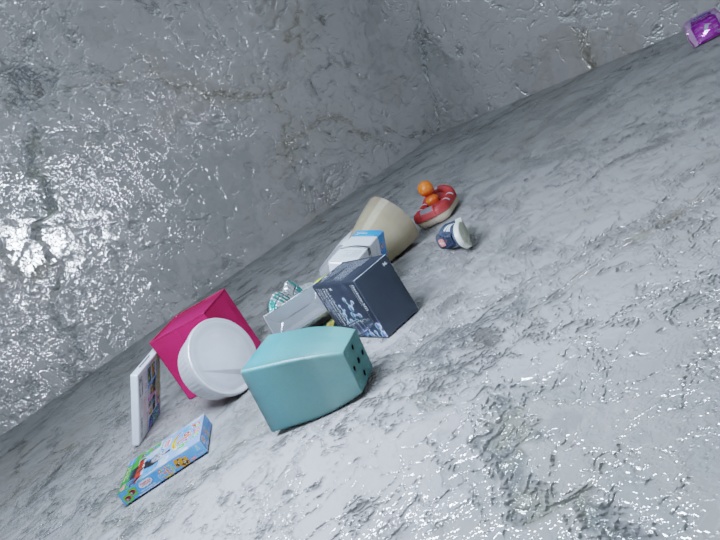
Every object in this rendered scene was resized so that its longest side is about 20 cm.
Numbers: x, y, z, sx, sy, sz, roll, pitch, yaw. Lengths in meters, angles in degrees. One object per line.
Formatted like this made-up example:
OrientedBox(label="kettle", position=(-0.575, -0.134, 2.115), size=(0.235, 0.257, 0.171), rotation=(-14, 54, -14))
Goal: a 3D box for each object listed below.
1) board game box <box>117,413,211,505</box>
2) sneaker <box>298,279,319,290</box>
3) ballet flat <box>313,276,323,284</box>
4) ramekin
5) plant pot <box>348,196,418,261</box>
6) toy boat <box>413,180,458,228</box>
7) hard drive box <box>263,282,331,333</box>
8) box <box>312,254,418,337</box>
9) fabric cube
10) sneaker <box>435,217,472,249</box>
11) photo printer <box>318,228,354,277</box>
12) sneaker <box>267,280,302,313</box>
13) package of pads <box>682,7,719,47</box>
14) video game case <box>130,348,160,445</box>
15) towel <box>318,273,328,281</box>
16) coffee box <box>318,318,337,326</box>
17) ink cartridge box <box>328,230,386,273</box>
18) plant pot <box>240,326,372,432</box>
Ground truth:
OrientedBox(label="board game box", position=(-0.422, 0.408, 1.335), size=(0.199, 0.037, 0.151), rotation=(-32, 13, -5))
OrientedBox(label="sneaker", position=(-0.168, 0.075, 1.885), size=(0.115, 0.076, 0.201), rotation=(-27, 11, 26))
OrientedBox(label="ballet flat", position=(-0.136, 0.095, 1.781), size=(0.067, 0.067, 0.200), rotation=(-3, 38, 51))
OrientedBox(label="ramekin", position=(-0.362, 0.229, 1.526), size=(0.094, 0.203, 0.202), rotation=(-36, 8, 37))
OrientedBox(label="plant pot", position=(0.040, -0.084, 1.828), size=(0.200, 0.187, 0.187), rotation=(-50, 18, -18))
OrientedBox(label="toy boat", position=(0.231, -0.232, 1.981), size=(0.130, 0.131, 0.200), rotation=(-23, 16, 30))
OrientedBox(label="hard drive box", position=(-0.149, 0.117, 1.543), size=(0.155, 0.077, 0.200), rotation=(-32, -9, -7))
OrientedBox(label="box", position=(0.007, 0.061, 1.380), size=(0.107, 0.149, 0.200), rotation=(-39, 14, -28))
OrientedBox(label="fabric cube", position=(-0.439, 0.207, 1.749), size=(0.199, 0.200, 0.196), rotation=(-28, 15, 15))
OrientedBox(label="sneaker", position=(0.234, -0.082, 1.565), size=(0.084, 0.075, 0.200), rotation=(-27, 4, 14))
OrientedBox(label="photo printer", position=(-0.038, -0.064, 1.984), size=(0.166, 0.069, 0.200), rotation=(-44, -3, -42))
OrientedBox(label="sneaker", position=(-0.220, 0.103, 1.714), size=(0.091, 0.077, 0.200), rotation=(-56, -1, 19))
OrientedBox(label="package of pads", position=(1.225, -0.868, 2.178), size=(0.120, 0.076, 0.200), rotation=(-26, 14, 34))
OrientedBox(label="video game case", position=(-0.577, 0.336, 1.647), size=(0.023, 0.202, 0.182), rotation=(4, 15, -1))
OrientedBox(label="towel", position=(-0.056, 0.055, 1.714), size=(0.199, 0.018, 0.086), rotation=(13, 48, 45))
OrientedBox(label="coffee box", position=(-0.136, 0.191, 1.458), size=(0.199, 0.044, 0.123), rotation=(-29, 13, 11))
OrientedBox(label="ink cartridge box", position=(0.000, 0.000, 1.585), size=(0.083, 0.146, 0.200), rotation=(3, 27, 22))
OrientedBox(label="plant pot", position=(-0.090, 0.192, 1.159), size=(0.199, 0.142, 0.141), rotation=(-17, 18, 23))
